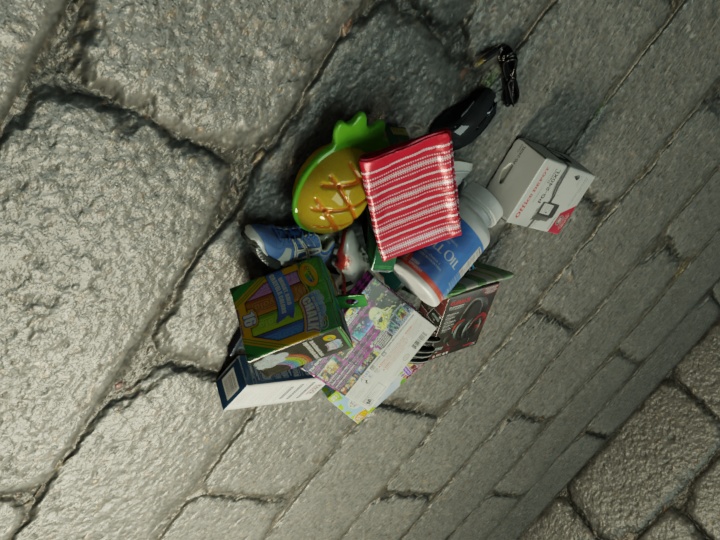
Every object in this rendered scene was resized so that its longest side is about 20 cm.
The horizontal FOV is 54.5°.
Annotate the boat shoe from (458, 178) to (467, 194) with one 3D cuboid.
[{"bbox_3d":[0.125,-0.088,1.281,0.201,0.070,0.066,-48,142,-5],"label":"boat shoe"}]

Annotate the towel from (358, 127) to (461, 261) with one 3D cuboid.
[{"bbox_3d":[0.080,-0.109,1.053,0.141,0.023,0.203,-18,132,-3],"label":"towel"}]

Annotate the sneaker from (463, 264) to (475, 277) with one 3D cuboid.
[{"bbox_3d":[0.184,-0.020,1.349,0.073,0.082,0.199,-47,165,21],"label":"sneaker"}]

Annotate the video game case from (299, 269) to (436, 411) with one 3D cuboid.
[{"bbox_3d":[0.014,0.127,1.221,0.180,0.036,0.201,36,96,-34],"label":"video game case"}]

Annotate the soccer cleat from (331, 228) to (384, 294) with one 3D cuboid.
[{"bbox_3d":[0.000,0.000,1.214,0.202,0.083,0.070,85,18,-52],"label":"soccer cleat"}]

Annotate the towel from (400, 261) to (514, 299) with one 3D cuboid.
[{"bbox_3d":[0.176,0.018,1.362,0.196,0.151,0.024,-14,109,-30],"label":"towel"}]

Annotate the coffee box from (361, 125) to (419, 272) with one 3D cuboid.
[{"bbox_3d":[0.045,-0.116,1.133,0.043,0.125,0.204,3,129,-13],"label":"coffee box"}]

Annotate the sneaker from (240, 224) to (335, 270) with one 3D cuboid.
[{"bbox_3d":[-0.113,-0.046,1.101,0.077,0.076,0.199,-47,153,14],"label":"sneaker"}]

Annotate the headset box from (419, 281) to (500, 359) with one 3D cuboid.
[{"bbox_3d":[0.203,0.080,1.497,0.146,0.075,0.204,-13,134,-32],"label":"headset box"}]

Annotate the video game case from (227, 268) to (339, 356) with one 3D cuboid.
[{"bbox_3d":[-0.135,0.074,1.240,0.141,0.019,0.203,11,117,-47],"label":"video game case"}]

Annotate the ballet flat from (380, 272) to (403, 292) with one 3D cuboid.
[{"bbox_3d":[0.021,0.047,1.330,0.200,0.068,0.064,-45,170,4],"label":"ballet flat"}]

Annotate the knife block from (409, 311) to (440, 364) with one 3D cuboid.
[{"bbox_3d":[0.055,0.147,1.336,0.197,0.064,0.177,-32,138,-9],"label":"knife block"}]

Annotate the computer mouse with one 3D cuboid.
[{"bbox_3d":[0.197,-0.282,1.169,0.198,0.046,0.142,-34,143,-11],"label":"computer mouse"}]

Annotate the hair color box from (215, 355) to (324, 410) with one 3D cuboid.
[{"bbox_3d":[-0.155,0.199,1.287,0.196,0.062,0.100,2,146,-42],"label":"hair color box"}]

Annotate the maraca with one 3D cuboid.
[{"bbox_3d":[-0.030,-0.143,1.051,0.135,0.107,0.203,7,121,-49],"label":"maraca"}]

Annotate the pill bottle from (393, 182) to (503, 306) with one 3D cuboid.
[{"bbox_3d":[0.151,-0.049,1.193,0.201,0.111,0.113,-49,144,-8],"label":"pill bottle"}]

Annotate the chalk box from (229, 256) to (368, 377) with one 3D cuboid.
[{"bbox_3d":[-0.086,0.067,1.102,0.195,0.127,0.125,-20,159,1],"label":"chalk box"}]

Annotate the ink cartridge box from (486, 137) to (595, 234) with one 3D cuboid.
[{"bbox_3d":[0.355,-0.164,1.391,0.197,0.084,0.147,5,123,-44],"label":"ink cartridge box"}]

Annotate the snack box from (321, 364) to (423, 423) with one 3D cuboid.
[{"bbox_3d":[0.022,0.211,1.471,0.199,0.068,0.169,-40,143,0],"label":"snack box"}]

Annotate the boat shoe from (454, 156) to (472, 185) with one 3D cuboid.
[{"bbox_3d":[0.134,-0.153,1.164,0.200,0.070,0.070,-33,139,-65],"label":"boat shoe"}]
